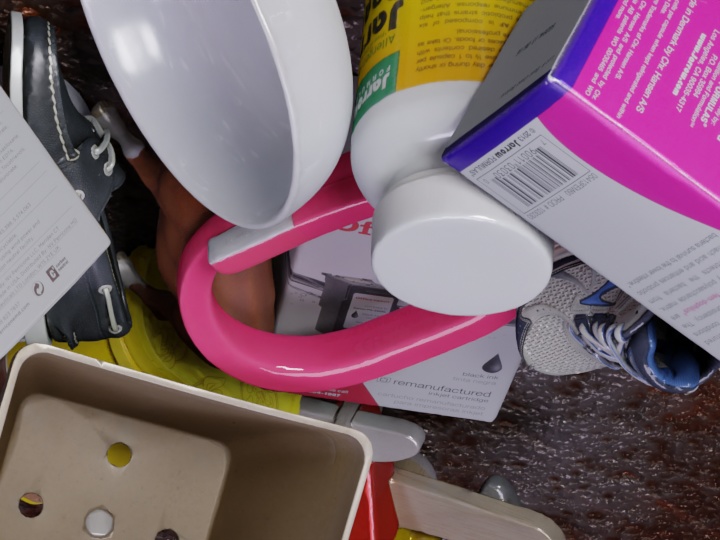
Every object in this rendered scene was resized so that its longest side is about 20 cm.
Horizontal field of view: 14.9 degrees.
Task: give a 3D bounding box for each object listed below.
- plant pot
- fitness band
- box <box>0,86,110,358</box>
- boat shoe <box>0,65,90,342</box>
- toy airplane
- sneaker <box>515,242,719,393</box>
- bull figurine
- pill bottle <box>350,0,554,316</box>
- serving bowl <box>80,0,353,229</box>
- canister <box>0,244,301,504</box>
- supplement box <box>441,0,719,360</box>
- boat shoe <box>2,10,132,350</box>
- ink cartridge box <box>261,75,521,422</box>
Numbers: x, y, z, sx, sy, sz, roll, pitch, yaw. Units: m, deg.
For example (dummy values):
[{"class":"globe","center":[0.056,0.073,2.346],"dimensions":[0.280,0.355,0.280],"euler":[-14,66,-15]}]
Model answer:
[{"class":"plant pot","center":[-0.133,0.153,1.522],"dimensions":[0.200,0.200,0.177],"euler":[16,179,-15]},{"class":"fitness band","center":[0.000,0.000,1.420],"dimensions":[0.200,0.037,0.144],"euler":[-21,140,19]},{"class":"box","center":[-0.240,-0.054,1.355],"dimensions":[0.124,0.097,0.200],"euler":[-10,120,48]},{"class":"boat shoe","center":[-0.191,-0.025,1.527],"dimensions":[0.075,0.086,0.202],"euler":[8,144,-5]},{"class":"toy airplane","center":[0.006,0.143,1.737],"dimensions":[0.199,0.141,0.200],"euler":[-37,92,33]},{"class":"sneaker","center":[0.139,0.021,1.345],"dimensions":[0.077,0.085,0.200],"euler":[32,145,-23]},{"class":"bull figurine","center":[-0.085,-0.032,1.470],"dimensions":[0.065,0.121,0.200],"euler":[-28,141,-30]},{"class":"pill bottle","center":[0.053,-0.083,1.302],"dimensions":[0.113,0.200,0.113],"euler":[4,147,2]},{"class":"serving bowl","center":[-0.062,-0.123,1.310],"dimensions":[0.066,0.200,0.200],"euler":[-27,155,-23]},{"class":"canister","center":[-0.157,0.069,1.669],"dimensions":[0.200,0.087,0.149],"euler":[-19,140,34]},{"class":"supplement box","center":[0.155,-0.043,1.206],"dimensions":[0.200,0.103,0.101],"euler":[37,150,-11]},{"class":"boat shoe","center":[-0.154,-0.048,1.445],"dimensions":[0.060,0.076,0.200],"euler":[-4,129,-4]},{"class":"ink cartridge box","center":[0.028,-0.008,1.524],"dimensions":[0.145,0.083,0.200],"euler":[9,146,-6]}]
